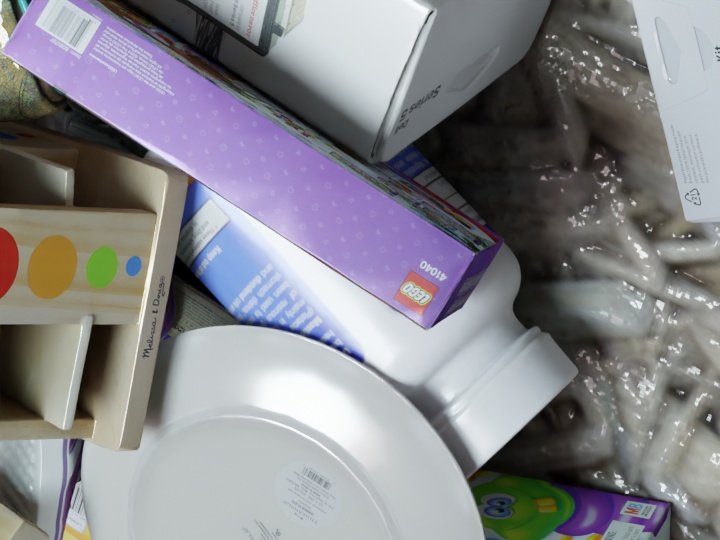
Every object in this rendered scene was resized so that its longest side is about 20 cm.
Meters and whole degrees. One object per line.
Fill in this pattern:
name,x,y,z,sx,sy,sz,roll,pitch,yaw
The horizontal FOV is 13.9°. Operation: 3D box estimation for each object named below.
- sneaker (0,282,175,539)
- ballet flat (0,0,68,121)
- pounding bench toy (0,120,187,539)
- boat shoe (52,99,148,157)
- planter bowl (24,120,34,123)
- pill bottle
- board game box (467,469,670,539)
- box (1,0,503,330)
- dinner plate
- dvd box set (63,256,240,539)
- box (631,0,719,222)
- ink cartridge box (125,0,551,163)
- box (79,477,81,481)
sneaker,-0.133,0.061,1.392,0.073,0.114,0.201,13,97,37
ballet flat,-0.174,-0.158,1.253,0.071,0.071,0.201,-5,104,37
pounding bench toy,-0.187,0.039,1.259,0.124,0.156,0.201,19,102,40
boat shoe,-0.117,-0.103,1.359,0.074,0.065,0.202,36,144,12
planter bowl,-0.270,-0.109,1.428,0.200,0.135,0.201,17,124,27
pill bottle,0.000,0.000,1.317,0.200,0.112,0.112,47,132,2
board game box,0.034,0.158,1.371,0.200,0.105,0.103,9,120,21
box,-0.039,-0.048,1.195,0.200,0.137,0.039,33,97,5
dinner plate,-0.039,0.118,1.309,0.200,0.024,0.201,10,117,20
dvd box set,-0.096,0.079,1.484,0.146,0.029,0.200,32,129,15
box,0.205,-0.098,1.163,0.200,0.041,0.156,-2,114,35
ink cartridge box,-0.026,-0.151,1.223,0.200,0.145,0.084,34,128,14
box,-0.231,0.041,1.501,0.200,0.079,0.142,3,109,44
